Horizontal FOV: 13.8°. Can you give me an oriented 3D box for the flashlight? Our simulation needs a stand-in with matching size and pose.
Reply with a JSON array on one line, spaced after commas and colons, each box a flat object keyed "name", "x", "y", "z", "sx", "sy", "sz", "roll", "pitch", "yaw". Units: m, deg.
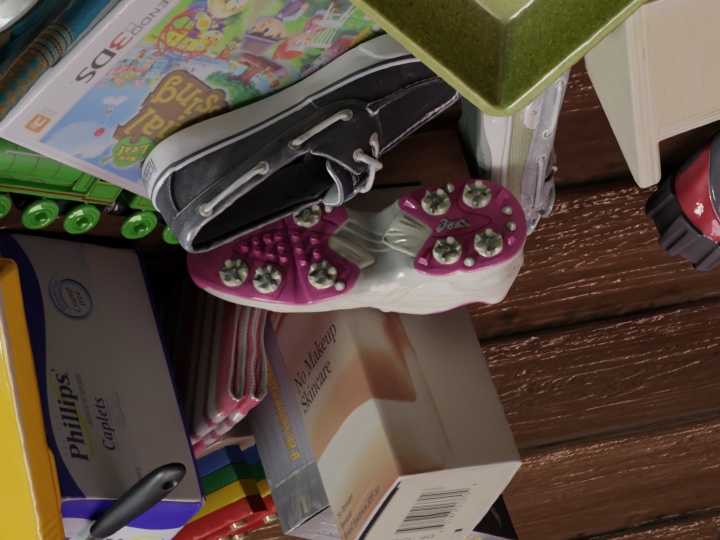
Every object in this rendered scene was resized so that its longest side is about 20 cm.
[{"name": "flashlight", "x": 0.264, "y": -0.079, "z": 1.874, "sx": 0.068, "sy": 0.068, "sz": 0.200, "roll": 7, "pitch": 143, "yaw": -39}]

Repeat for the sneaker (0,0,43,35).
[{"name": "sneaker", "x": -0.251, "y": -0.128, "z": 1.462, "sx": 0.200, "sy": 0.076, "sz": 0.115, "roll": -41, "pitch": 138, "yaw": 21}]

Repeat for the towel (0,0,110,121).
[{"name": "towel", "x": -0.189, "y": -0.080, "z": 1.455, "sx": 0.200, "sy": 0.022, "sz": 0.147, "roll": -52, "pitch": -167, "yaw": -30}]

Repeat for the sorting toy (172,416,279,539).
[{"name": "sorting toy", "x": -0.139, "y": 0.165, "z": 1.980, "sx": 0.198, "sy": 0.070, "sz": 0.200, "roll": -26, "pitch": 173, "yaw": 12}]

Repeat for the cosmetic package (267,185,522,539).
[{"name": "cosmetic package", "x": 0.015, "y": 0.059, "z": 1.819, "sx": 0.087, "sy": 0.201, "sz": 0.103, "roll": -4, "pitch": 148, "yaw": -25}]

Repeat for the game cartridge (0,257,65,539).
[{"name": "game cartridge", "x": -0.251, "y": 0.075, "z": 1.652, "sx": 0.176, "sy": 0.032, "sz": 0.201, "roll": 9, "pitch": 123, "yaw": 26}]

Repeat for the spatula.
[{"name": "spatula", "x": -0.152, "y": 0.161, "z": 1.687, "sx": 0.056, "sy": 0.021, "sz": 0.200, "roll": -1, "pitch": 145, "yaw": -39}]

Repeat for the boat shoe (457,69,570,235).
[{"name": "boat shoe", "x": 0.095, "y": -0.080, "z": 1.758, "sx": 0.064, "sy": 0.075, "sz": 0.202, "roll": -13, "pitch": 145, "yaw": -4}]

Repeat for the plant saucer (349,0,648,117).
[{"name": "plant saucer", "x": 0.065, "y": -0.200, "z": 1.470, "sx": 0.200, "sy": 0.048, "sz": 0.200, "roll": 38, "pitch": 125, "yaw": -17}]

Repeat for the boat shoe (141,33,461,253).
[{"name": "boat shoe", "x": -0.018, "y": -0.068, "z": 1.630, "sx": 0.199, "sy": 0.068, "sz": 0.072, "roll": -23, "pitch": 148, "yaw": -14}]

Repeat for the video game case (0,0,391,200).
[{"name": "video game case", "x": -0.077, "y": -0.111, "z": 1.605, "sx": 0.182, "sy": 0.022, "sz": 0.200, "roll": -42, "pitch": 148, "yaw": 17}]

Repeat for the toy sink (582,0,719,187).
[{"name": "toy sink", "x": 0.176, "y": -0.156, "z": 1.610, "sx": 0.112, "sy": 0.131, "sz": 0.200, "roll": -19, "pitch": 152, "yaw": -2}]

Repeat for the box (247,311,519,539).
[{"name": "box", "x": 0.006, "y": 0.106, "z": 1.943, "sx": 0.048, "sy": 0.159, "sz": 0.200, "roll": -35, "pitch": 148, "yaw": 27}]

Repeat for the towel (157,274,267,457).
[{"name": "towel", "x": -0.110, "y": 0.072, "z": 1.820, "sx": 0.030, "sy": 0.147, "sz": 0.200, "roll": 26, "pitch": 135, "yaw": -22}]

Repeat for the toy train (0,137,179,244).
[{"name": "toy train", "x": -0.162, "y": -0.052, "z": 1.678, "sx": 0.199, "sy": 0.042, "sz": 0.056, "roll": 7, "pitch": 133, "yaw": -41}]

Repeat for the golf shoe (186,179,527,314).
[{"name": "golf shoe", "x": 0.000, "y": 0.000, "z": 1.746, "sx": 0.199, "sy": 0.076, "sz": 0.092, "roll": -3, "pitch": 153, "yaw": 6}]

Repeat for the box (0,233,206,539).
[{"name": "box", "x": -0.200, "y": 0.109, "z": 1.784, "sx": 0.105, "sy": 0.184, "sz": 0.200, "roll": 6, "pitch": 143, "yaw": -36}]
